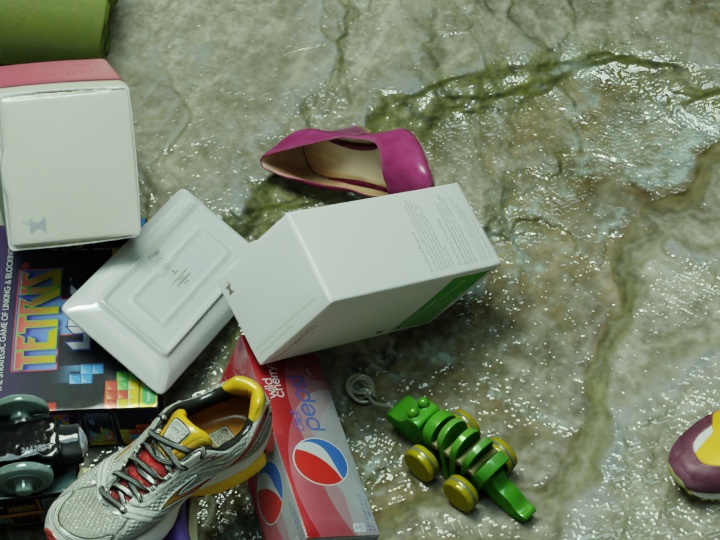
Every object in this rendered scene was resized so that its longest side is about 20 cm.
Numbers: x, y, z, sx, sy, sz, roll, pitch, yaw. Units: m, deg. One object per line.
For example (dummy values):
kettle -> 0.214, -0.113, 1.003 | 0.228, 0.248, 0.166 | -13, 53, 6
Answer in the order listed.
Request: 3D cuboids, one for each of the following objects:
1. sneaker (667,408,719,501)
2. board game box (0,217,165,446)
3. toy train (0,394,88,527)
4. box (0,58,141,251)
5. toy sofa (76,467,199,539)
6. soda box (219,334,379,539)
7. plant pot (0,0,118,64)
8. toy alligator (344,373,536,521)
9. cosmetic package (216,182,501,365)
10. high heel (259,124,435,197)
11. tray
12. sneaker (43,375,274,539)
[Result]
sneaker -> 0.331, 0.110, 1.654 | 0.200, 0.090, 0.075 | -21, 53, -14
board game box -> -0.243, 0.050, 1.753 | 0.165, 0.057, 0.200 | -3, 51, -1
toy train -> -0.305, 0.159, 1.632 | 0.200, 0.114, 0.085 | -9, 58, -3
box -> -0.249, -0.101, 1.765 | 0.109, 0.128, 0.200 | -6, 13, -11
toy sofa -> -0.172, 0.241, 1.554 | 0.083, 0.098, 0.200 | 15, 47, -25
soda box -> -0.051, 0.145, 1.648 | 0.063, 0.070, 0.200 | 1, 48, -26
plant pot -> -0.318, -0.263, 1.940 | 0.190, 0.200, 0.200 | 10, 52, -3
toy alligator -> 0.059, 0.127, 1.676 | 0.200, 0.054, 0.059 | 37, 61, 27
cosmetic package -> 0.000, 0.000, 1.687 | 0.200, 0.108, 0.085 | -14, 70, -44
high heel -> -0.009, -0.083, 1.804 | 0.096, 0.067, 0.200 | -17, 14, -19
tray -> -0.151, 0.009, 1.743 | 0.107, 0.022, 0.200 | 40, 42, 0
sneaker -> -0.148, 0.139, 1.546 | 0.200, 0.082, 0.078 | -35, 63, -29
